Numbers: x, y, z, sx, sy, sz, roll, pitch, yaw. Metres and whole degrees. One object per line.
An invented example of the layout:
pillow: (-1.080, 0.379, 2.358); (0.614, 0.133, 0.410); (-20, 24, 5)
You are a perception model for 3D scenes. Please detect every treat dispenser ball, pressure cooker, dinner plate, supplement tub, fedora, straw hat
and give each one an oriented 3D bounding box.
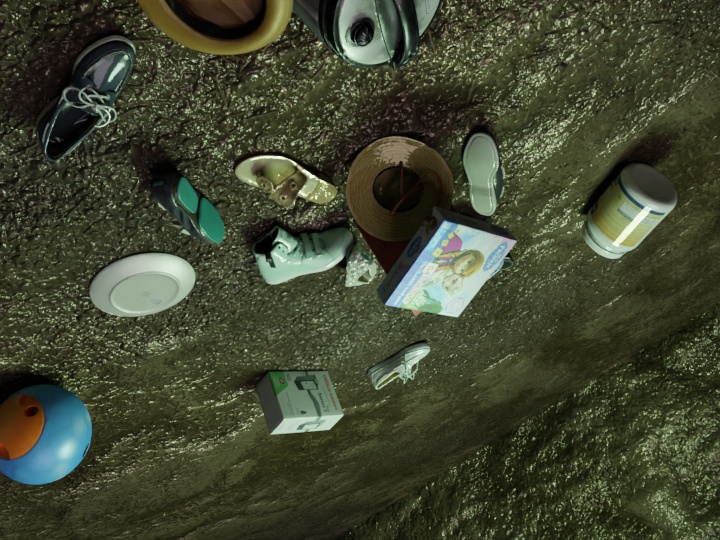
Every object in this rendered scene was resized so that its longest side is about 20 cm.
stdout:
treat dispenser ball: (-0.668, 0.341, 1.451); (0.198, 0.203, 0.202); (-17, 149, -10)
pressure cooker: (0.004, -0.343, 0.830); (0.175, 0.201, 0.180); (-4, 136, -45)
dinner plate: (-0.414, 0.037, 1.330); (0.198, 0.024, 0.201); (-17, 150, -10)
supplement tub: (0.630, -0.137, 1.643); (0.143, 0.146, 0.201); (-5, 145, -28)
fedora: (-0.171, -0.352, 0.816); (0.197, 0.083, 0.202); (1, 143, 1)
straw hat: (0.067, -0.152, 1.294); (0.199, 0.203, 0.085); (-22, -167, -1)

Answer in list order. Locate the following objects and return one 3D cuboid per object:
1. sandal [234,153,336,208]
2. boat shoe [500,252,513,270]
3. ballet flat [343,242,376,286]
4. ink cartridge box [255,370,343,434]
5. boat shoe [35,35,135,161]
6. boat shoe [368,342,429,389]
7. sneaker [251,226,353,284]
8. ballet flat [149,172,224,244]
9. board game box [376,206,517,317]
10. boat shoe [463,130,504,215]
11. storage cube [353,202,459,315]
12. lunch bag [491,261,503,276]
sandal: (-0.116, -0.141, 1.209); (0.210, 0.070, 0.078); (11, 135, -43)
boat shoe: (0.276, -0.018, 1.670); (0.197, 0.061, 0.076); (-16, 149, -13)
ballet flat: (0.000, 0.000, 1.447); (0.071, 0.073, 0.200); (-19, 169, -6)
ink cartridge box: (-0.162, 0.349, 1.859); (0.198, 0.147, 0.084); (5, 138, -40)
boat shoe: (-0.365, -0.225, 0.921); (0.199, 0.062, 0.075); (-36, 145, 19)
boat shoe: (0.121, 0.288, 2.011); (0.200, 0.087, 0.075); (-28, 149, 8)
sneaker: (-0.113, -0.049, 1.351); (0.198, 0.074, 0.119); (-24, 146, -2)
ballet flat: (-0.293, -0.103, 1.164); (0.072, 0.074, 0.200); (-24, 155, 2)
board game box: (0.158, -0.009, 1.269); (0.198, 0.041, 0.201); (10, 125, -38)
boat shoe: (0.252, -0.201, 1.374); (0.061, 0.073, 0.201); (-53, 144, -31)
storage cube: (0.119, -0.054, 1.386); (0.179, 0.201, 0.171); (-33, 148, 4)
lunch bag: (0.213, -0.015, 1.577); (0.200, 0.083, 0.160); (-40, 123, 23)
